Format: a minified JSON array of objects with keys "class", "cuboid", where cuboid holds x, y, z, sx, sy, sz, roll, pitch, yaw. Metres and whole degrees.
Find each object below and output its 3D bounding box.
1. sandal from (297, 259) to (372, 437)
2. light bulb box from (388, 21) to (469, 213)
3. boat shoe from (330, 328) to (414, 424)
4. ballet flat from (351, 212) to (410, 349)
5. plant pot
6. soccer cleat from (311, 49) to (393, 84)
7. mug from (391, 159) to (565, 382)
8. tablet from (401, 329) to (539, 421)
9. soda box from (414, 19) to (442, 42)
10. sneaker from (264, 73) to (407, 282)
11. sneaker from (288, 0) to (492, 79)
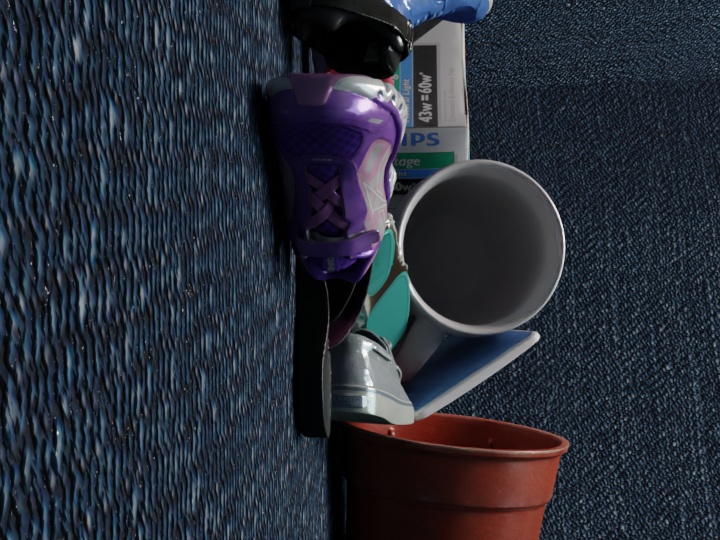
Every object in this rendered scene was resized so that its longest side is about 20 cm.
[{"class":"sandal","cuboid":[-0.016,0.017,0.972,0.075,0.048,0.202,79,10,-67]},{"class":"light bulb box","cuboid":[0.045,-0.143,1.413,0.201,0.124,0.199,85,5,-52]},{"class":"boat shoe","cuboid":[0.005,0.081,1.096,0.201,0.070,0.072,48,46,-79]},{"class":"ballet flat","cuboid":[0.000,0.000,1.118,0.200,0.071,0.072,83,6,-59]},{"class":"plant pot","cuboid":[0.068,0.231,1.214,0.201,0.199,0.197,-27,123,-86]},{"class":"soccer cleat","cuboid":[-0.010,-0.151,1.060,0.076,0.066,0.201,95,-9,-81]},{"class":"mug","cuboid":[0.077,0.008,1.270,0.201,0.147,0.175,-62,-175,-6]},{"class":"tablet","cuboid":[0.075,0.089,1.259,0.014,0.130,0.200,59,-12,-7]},{"class":"soda box","cuboid":[0.066,-0.263,1.242,0.071,0.200,0.063,47,19,-19]},{"class":"sneaker","cuboid":[-0.015,-0.049,0.845,0.200,0.080,0.089,80,16,-71]},{"class":"sneaker","cuboid":[0.021,-0.176,0.981,0.199,0.076,0.112,18,71,-52]}]
